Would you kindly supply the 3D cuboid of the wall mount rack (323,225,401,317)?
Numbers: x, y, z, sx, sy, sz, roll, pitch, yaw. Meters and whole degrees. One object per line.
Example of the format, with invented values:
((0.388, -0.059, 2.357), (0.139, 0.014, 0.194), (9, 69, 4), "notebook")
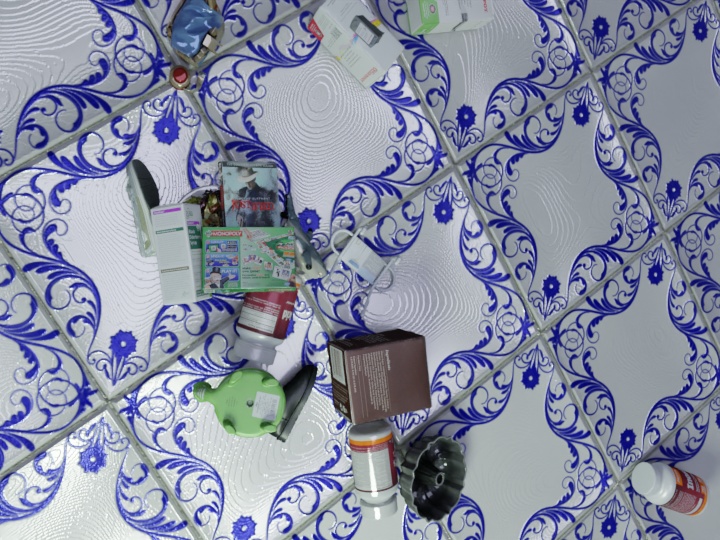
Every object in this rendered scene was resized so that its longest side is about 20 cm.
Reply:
((0.000, 0.000, 1.484), (0.199, 0.074, 0.175), (39, 80, -14), "wall mount rack")

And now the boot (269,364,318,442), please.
((-0.204, 0.277, 1.430), (0.160, 0.073, 0.202), (29, 81, -10), "boot")

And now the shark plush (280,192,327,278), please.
((-0.142, -0.074, 1.461), (0.082, 0.090, 0.204), (-20, 80, -39), "shark plush")

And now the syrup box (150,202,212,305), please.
((-0.376, -0.036, 1.322), (0.079, 0.079, 0.206), (-6, 92, 12), "syrup box")

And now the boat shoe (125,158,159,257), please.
((-0.463, -0.130, 1.333), (0.063, 0.075, 0.207), (-11, 103, 10), "boat shoe")

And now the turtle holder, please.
((-0.249, 0.279, 1.317), (0.181, 0.132, 0.145), (-17, 89, -12), "turtle holder")

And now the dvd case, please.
((-0.245, -0.139, 1.404), (0.143, 0.022, 0.206), (-4, 91, -40), "dvd case")

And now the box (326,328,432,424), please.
((0.040, 0.239, 1.455), (0.194, 0.165, 0.169), (-8, 93, -17), "box")

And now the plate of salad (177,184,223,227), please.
((-0.324, -0.087, 1.391), (0.194, 0.048, 0.207), (0, 91, -17), "plate of salad")

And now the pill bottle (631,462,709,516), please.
((0.865, 0.607, 1.760), (0.196, 0.113, 0.116), (22, 85, -17), "pill bottle")

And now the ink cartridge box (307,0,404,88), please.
((-0.014, -0.531, 1.432), (0.199, 0.147, 0.086), (40, 81, -16), "ink cartridge box")

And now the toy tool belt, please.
((-0.355, -0.492, 1.333), (0.122, 0.123, 0.205), (23, 85, -17), "toy tool belt")

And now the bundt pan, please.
((0.168, 0.496, 1.528), (0.198, 0.075, 0.208), (-3, 95, -39), "bundt pan")

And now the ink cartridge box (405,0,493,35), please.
((0.214, -0.669, 1.536), (0.195, 0.084, 0.150), (-11, 95, -17), "ink cartridge box")

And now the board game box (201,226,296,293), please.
((-0.236, -0.024, 1.331), (0.194, 0.029, 0.138), (0, 72, -10), "board game box")

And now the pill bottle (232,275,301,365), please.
((-0.210, 0.098, 1.397), (0.112, 0.114, 0.205), (18, 86, -17), "pill bottle")

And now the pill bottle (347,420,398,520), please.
((0.033, 0.471, 1.487), (0.107, 0.109, 0.206), (-8, 94, -17), "pill bottle")
